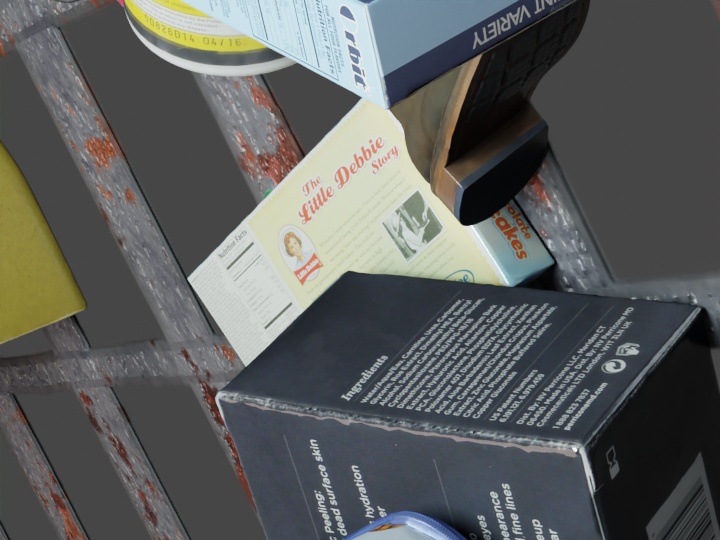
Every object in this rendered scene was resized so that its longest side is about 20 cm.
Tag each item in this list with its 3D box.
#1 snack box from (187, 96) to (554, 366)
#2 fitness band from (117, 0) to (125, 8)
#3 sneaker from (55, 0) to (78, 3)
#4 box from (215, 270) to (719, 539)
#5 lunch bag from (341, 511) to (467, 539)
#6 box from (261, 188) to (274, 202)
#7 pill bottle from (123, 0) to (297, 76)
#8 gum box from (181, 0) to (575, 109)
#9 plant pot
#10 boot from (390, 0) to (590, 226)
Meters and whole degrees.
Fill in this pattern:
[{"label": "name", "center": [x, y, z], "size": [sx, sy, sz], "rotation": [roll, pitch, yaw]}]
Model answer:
[{"label": "snack box", "center": [0.000, 0.000, 1.183], "size": [0.117, 0.037, 0.200], "rotation": [56, 138, 7]}, {"label": "fitness band", "center": [-0.120, -0.205, 1.260], "size": [0.200, 0.037, 0.144], "rotation": [43, 149, 31]}, {"label": "sneaker", "center": [-0.138, -0.182, 1.209], "size": [0.084, 0.077, 0.200], "rotation": [53, 162, -14]}, {"label": "box", "center": [0.065, 0.117, 1.090], "size": [0.199, 0.117, 0.198], "rotation": [6, 125, 35]}, {"label": "lunch bag", "center": [0.032, 0.200, 1.042], "size": [0.200, 0.076, 0.160], "rotation": [47, 141, -2]}, {"label": "box", "center": [-0.013, 0.045, 1.319], "size": [0.117, 0.048, 0.201], "rotation": [47, 155, 26]}, {"label": "pill bottle", "center": [-0.060, -0.193, 1.055], "size": [0.112, 0.112, 0.201], "rotation": [42, 151, 34]}, {"label": "gum box", "center": [0.013, -0.145, 0.896], "size": [0.200, 0.169, 0.045], "rotation": [33, 145, 46]}, {"label": "plant pot", "center": [-0.344, -0.029, 1.719], "size": [0.194, 0.195, 0.201], "rotation": [-4, 108, 64]}, {"label": "boot", "center": [0.036, -0.105, 1.016], "size": [0.097, 0.075, 0.200], "rotation": [47, 155, 20]}]
